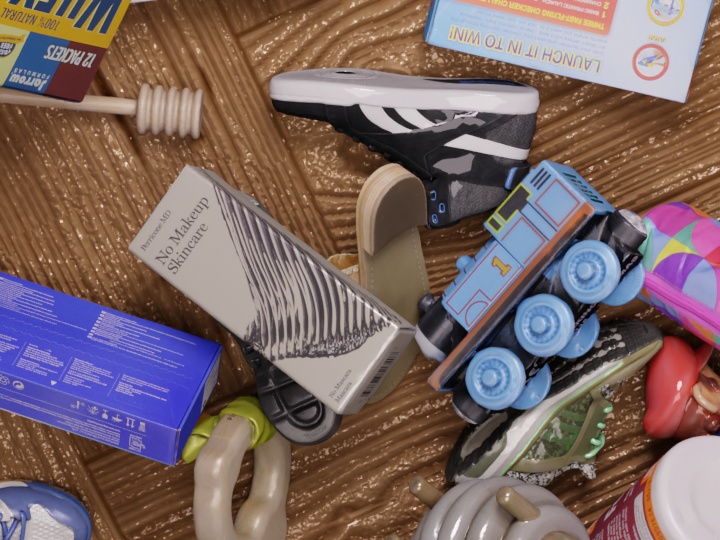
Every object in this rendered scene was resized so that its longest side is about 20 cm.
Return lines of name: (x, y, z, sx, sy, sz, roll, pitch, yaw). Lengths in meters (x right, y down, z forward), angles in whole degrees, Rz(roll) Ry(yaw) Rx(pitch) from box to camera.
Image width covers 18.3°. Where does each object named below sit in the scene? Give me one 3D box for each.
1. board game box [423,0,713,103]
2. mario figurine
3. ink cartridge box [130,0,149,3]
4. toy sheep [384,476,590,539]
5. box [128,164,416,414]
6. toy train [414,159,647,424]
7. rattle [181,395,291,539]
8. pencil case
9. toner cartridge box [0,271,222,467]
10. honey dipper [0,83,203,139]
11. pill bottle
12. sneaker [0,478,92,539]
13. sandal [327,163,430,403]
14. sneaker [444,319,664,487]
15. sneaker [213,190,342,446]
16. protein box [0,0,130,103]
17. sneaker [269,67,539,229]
board game box: (0.163, -0.241, 1.623, 0.199, 0.056, 0.197, 13, 104, -5)
mario figurine: (0.303, 0.119, 1.695, 0.200, 0.106, 0.124, 44, 120, 11)
ink cartridge box: (-0.119, -0.257, 1.605, 0.199, 0.067, 0.116, -8, 104, 1)
toy sheep: (0.096, 0.213, 1.657, 0.138, 0.200, 0.139, -5, 97, -40)
box: (-0.063, 0.014, 1.610, 0.200, 0.068, 0.082, 36, 95, 12)
toy train: (0.122, 0.017, 1.651, 0.114, 0.087, 0.200, 46, 106, 20)
rattle: (-0.122, 0.187, 1.721, 0.142, 0.130, 0.201, 0, 131, 9)
pencil case: (0.277, 0.023, 1.622, 0.088, 0.200, 0.089, -18, 124, -29)
toner cartridge box: (-0.211, 0.069, 1.649, 0.199, 0.095, 0.043, 18, 134, 7)
honey dipper: (-0.216, -0.123, 1.654, 0.199, 0.038, 0.038, 4, 104, -1)
pill bottle: (0.227, 0.216, 1.670, 0.114, 0.114, 0.200, 26, 142, -8)
sneaker: (-0.306, 0.204, 1.710, 0.199, 0.088, 0.076, 3, 103, -4)
sandal: (0.004, -0.002, 1.677, 0.077, 0.070, 0.212, -28, 139, -31)
sneaker: (0.161, 0.116, 1.715, 0.200, 0.077, 0.089, -40, 112, 15)
sneaker: (-0.067, 0.037, 1.685, 0.075, 0.079, 0.201, -21, 84, 12)
protein box: (-0.255, -0.252, 1.522, 0.200, 0.135, 0.199, 34, 104, 26)
sneaker: (0.029, -0.086, 1.651, 0.199, 0.073, 0.112, 4, 105, -3)
